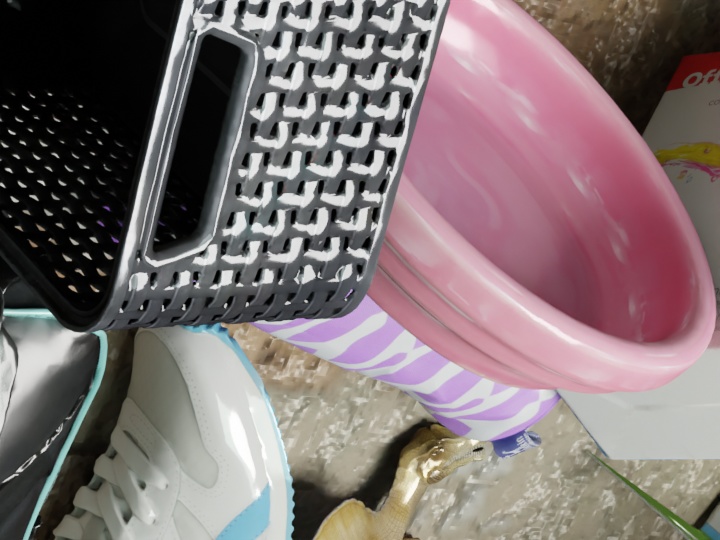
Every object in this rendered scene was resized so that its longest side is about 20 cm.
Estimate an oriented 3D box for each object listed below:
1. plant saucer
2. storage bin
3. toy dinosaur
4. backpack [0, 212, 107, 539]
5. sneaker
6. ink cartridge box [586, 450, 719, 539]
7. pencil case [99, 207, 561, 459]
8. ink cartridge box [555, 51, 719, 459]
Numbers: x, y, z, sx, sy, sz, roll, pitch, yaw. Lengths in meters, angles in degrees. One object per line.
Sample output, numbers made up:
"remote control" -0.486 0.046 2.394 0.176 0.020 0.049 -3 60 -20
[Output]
"plant saucer" 0.038 -0.032 0.994 0.200 0.201 0.051 19 126 -43
"storage bin" -0.072 -0.083 0.864 0.093 0.200 0.136 -3 120 -34
"toy dinosaur" -0.011 0.144 1.148 0.200 0.058 0.102 -55 147 -38
"backpack" -0.195 0.070 0.910 0.175 0.153 0.201 0 113 -36
"sneaker" -0.078 0.104 1.077 0.080 0.076 0.201 -11 123 -28
"ink cartridge box" 0.214 0.125 1.255 0.076 0.148 0.200 -52 135 3
"pencil case" 0.000 0.000 1.065 0.085 0.084 0.200 -16 148 34
"ink cartridge box" 0.161 -0.024 1.097 0.067 0.116 0.201 51 53 -32
